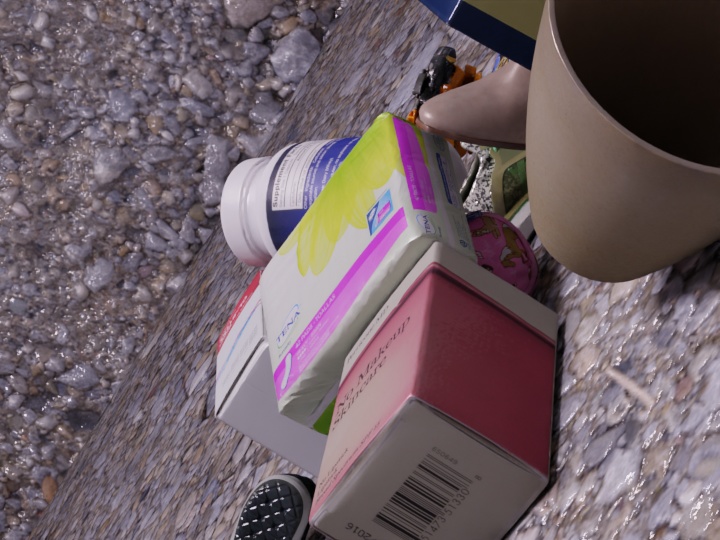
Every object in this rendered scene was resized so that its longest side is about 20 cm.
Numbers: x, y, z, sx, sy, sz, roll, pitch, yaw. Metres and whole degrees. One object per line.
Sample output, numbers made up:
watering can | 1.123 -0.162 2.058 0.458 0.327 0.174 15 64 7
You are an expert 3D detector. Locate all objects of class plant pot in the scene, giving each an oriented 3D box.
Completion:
plant pot | 0.172 -0.083 1.211 0.200 0.186 0.188 113 -178 -58

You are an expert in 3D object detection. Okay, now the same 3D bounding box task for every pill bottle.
pill bottle | -0.015 -0.053 1.720 0.199 0.116 0.116 -2 49 39

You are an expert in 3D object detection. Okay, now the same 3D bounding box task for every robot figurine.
robot figurine | 0.069 -0.106 1.861 0.146 0.058 0.201 88 -162 -48

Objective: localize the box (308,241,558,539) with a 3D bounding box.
box | 0.052 0.097 1.359 0.128 0.109 0.200 -53 12 28

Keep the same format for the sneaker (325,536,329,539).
sneaker | 0.025 0.122 1.521 0.201 0.066 0.090 -61 13 -5

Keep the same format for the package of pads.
package of pads | 0.000 0.000 1.518 0.200 0.068 0.155 -52 31 30

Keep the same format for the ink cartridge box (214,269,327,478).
ink cartridge box | -0.042 0.092 1.692 0.083 0.145 0.200 -56 10 11

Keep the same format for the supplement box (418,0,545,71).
supplement box | 0.173 -0.224 1.399 0.201 0.199 0.134 -61 17 10

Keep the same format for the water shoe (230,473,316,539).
water shoe | -0.091 0.262 1.708 0.201 0.071 0.079 -58 -17 9

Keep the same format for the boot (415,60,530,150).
boot | 0.144 -0.167 1.516 0.070 0.199 0.147 47 129 43

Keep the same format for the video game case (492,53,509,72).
video game case | 0.177 -0.237 1.839 0.201 0.045 0.182 -73 11 -47

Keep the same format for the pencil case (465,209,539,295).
pencil case | 0.057 0.023 1.594 0.083 0.086 0.200 -51 7 -31

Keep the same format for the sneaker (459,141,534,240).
sneaker | 0.123 -0.095 1.628 0.201 0.088 0.077 -57 11 4
